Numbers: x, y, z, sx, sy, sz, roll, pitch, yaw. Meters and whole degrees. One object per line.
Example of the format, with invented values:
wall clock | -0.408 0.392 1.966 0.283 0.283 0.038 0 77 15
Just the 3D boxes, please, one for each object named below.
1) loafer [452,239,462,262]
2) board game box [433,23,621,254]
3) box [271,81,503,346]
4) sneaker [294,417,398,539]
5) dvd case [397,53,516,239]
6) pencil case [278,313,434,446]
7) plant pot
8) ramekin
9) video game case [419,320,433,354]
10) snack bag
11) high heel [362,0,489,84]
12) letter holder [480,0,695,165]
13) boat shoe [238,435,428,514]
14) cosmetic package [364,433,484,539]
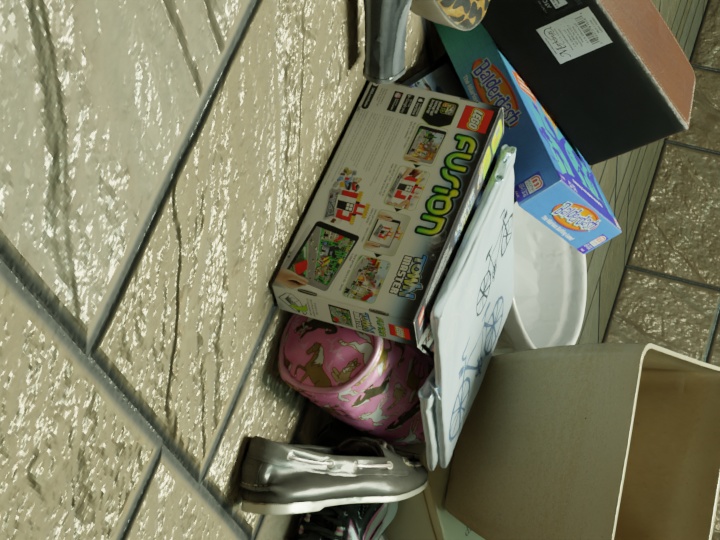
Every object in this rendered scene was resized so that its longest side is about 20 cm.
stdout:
loafer | 0.053 -0.026 1.060 0.200 0.071 0.073 -12 113 -70
board game box | 0.147 -0.125 1.140 0.152 0.045 0.200 26 37 -57
box | 0.024 -0.048 0.957 0.035 0.110 0.200 79 31 -57
sneaker | -0.022 0.229 1.116 0.086 0.080 0.200 -30 128 -52
dvd case | 0.090 -0.113 1.123 0.143 0.018 0.200 57 29 -6
pencil case | 0.010 0.081 1.023 0.200 0.083 0.087 38 63 -61
plant pot | 0.189 0.163 1.114 0.200 0.177 0.200 17 81 -52
ramekin | 0.140 -0.007 1.290 0.200 0.105 0.201 13 74 -58
video game case | 0.053 0.122 1.332 0.181 0.036 0.200 -54 153 -47
snack bag | 0.085 0.031 1.017 0.200 0.021 0.189 83 27 -50
high heel | 0.059 -0.245 0.966 0.200 0.071 0.143 -52 155 -40
letter holder | 0.199 -0.219 1.120 0.200 0.100 0.142 47 43 -26
boat shoe | -0.013 0.151 1.009 0.200 0.067 0.057 1 91 -49
cosmetic package | 0.073 0.210 1.179 0.104 0.073 0.200 -43 128 -40
